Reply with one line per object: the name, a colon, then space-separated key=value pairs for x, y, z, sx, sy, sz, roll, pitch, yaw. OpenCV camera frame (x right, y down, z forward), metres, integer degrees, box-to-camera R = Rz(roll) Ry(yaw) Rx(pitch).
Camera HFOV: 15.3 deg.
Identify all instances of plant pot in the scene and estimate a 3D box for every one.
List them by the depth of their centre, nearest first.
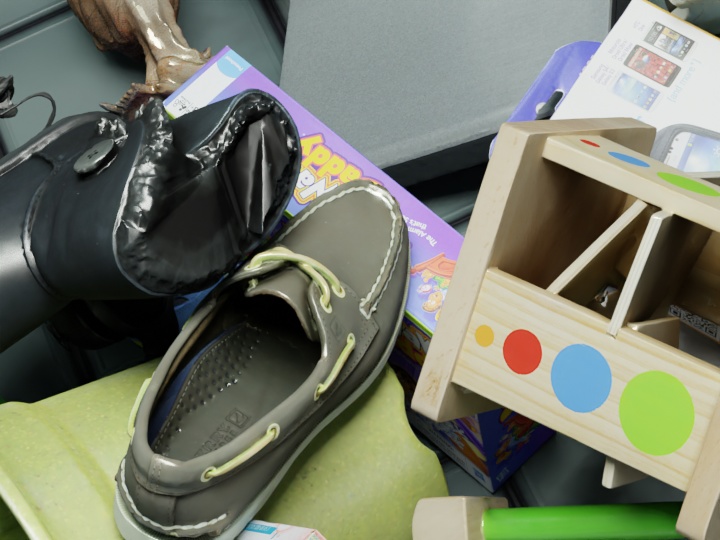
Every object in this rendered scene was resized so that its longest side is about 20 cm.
plant pot: x=-0.068 y=0.111 z=1.183 sx=0.184 sy=0.201 sz=0.200 roll=-29 pitch=52 yaw=-20

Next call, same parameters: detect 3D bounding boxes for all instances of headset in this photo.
headset: x=-0.156 y=0.008 z=1.260 sx=0.123 sy=0.201 sz=0.094 roll=0 pitch=22 yaw=21

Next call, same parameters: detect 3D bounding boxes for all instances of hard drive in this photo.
hard drive: x=0.047 y=-0.111 z=1.349 sx=0.199 sy=0.033 sz=0.140 roll=-17 pitch=51 yaw=30

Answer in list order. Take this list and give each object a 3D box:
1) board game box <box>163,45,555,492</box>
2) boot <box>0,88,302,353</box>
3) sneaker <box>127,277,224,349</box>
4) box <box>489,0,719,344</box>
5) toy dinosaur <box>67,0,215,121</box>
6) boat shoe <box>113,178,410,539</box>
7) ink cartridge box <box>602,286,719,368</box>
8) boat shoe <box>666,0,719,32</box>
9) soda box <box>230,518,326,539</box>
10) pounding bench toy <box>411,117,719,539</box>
board game box: x=0.000 y=0.000 z=1.245 sx=0.045 sy=0.135 sz=0.200 roll=-42 pitch=63 yaw=-16
boot: x=-0.132 y=-0.006 z=1.119 sx=0.200 sy=0.077 sz=0.168 roll=-40 pitch=18 yaw=-25
sneaker: x=-0.154 y=-0.020 z=1.355 sx=0.199 sy=0.079 sz=0.066 roll=21 pitch=65 yaw=29
box: x=0.158 y=-0.038 z=1.205 sx=0.199 sy=0.042 sz=0.119 roll=30 pitch=70 yaw=15
toy dinosaur: x=-0.123 y=-0.139 z=1.425 sx=0.085 sy=0.136 sz=0.200 roll=-18 pitch=23 yaw=-1
boat shoe: x=-0.034 y=0.030 z=1.102 sx=0.072 sy=0.060 sz=0.202 roll=26 pitch=54 yaw=13
ink cartridge box: x=0.170 y=-0.005 z=1.258 sx=0.116 sy=0.067 sz=0.200 roll=31 pitch=68 yaw=30
boat shoe: x=0.171 y=-0.154 z=1.279 sx=0.072 sy=0.202 sz=0.061 roll=-19 pitch=83 yaw=9
soda box: x=0.013 y=0.191 z=1.086 sx=0.064 sy=0.200 sz=0.068 roll=-49 pitch=20 yaw=-20
pounding bench toy: x=0.120 y=0.058 z=1.099 sx=0.155 sy=0.124 sz=0.201 roll=25 pitch=106 yaw=27
